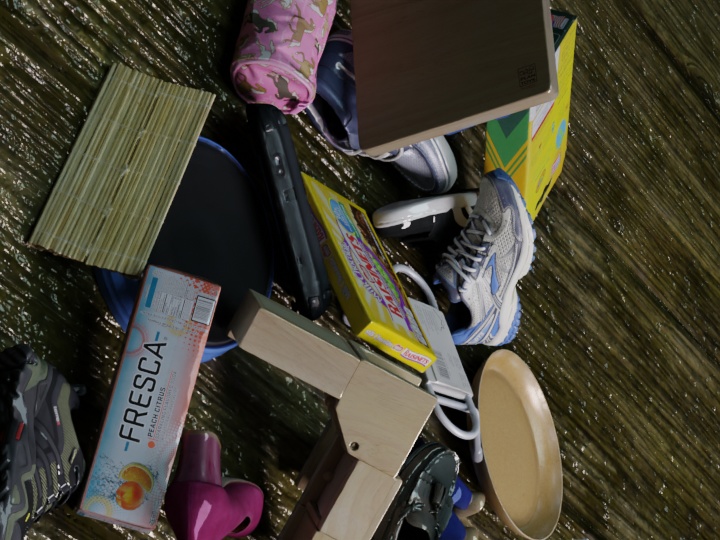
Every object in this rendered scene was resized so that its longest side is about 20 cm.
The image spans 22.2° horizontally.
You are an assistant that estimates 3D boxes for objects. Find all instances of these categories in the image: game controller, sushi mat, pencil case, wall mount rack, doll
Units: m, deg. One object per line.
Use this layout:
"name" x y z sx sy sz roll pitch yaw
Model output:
"game controller" -0.070 -0.053 1.654 0.042 0.104 0.202 -16 97 -13
"sushi mat" -0.194 -0.083 1.509 0.095 0.012 0.201 19 56 -1
"pencil case" -0.062 -0.241 1.714 0.083 0.086 0.202 79 23 -57
"wall mount rack" 0.067 0.099 1.775 0.173 0.074 0.201 22 39 -44
"doll" 0.047 0.205 1.771 0.200 0.048 0.138 42 49 -39

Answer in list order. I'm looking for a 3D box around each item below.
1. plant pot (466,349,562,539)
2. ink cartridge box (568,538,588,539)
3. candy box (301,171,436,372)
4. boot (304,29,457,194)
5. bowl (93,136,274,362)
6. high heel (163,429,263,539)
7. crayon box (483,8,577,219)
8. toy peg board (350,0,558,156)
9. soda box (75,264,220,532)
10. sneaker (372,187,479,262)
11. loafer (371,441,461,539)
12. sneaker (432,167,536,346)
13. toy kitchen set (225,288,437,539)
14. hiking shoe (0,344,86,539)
"plant pot" 0.157 0.183 1.915 0.200 0.027 0.202 37 46 -50
"ink cartridge box" 0.114 0.328 1.706 0.145 0.199 0.088 -36 106 -49
"candy box" 0.000 0.000 1.697 0.102 0.026 0.201 27 28 -44
"boot" 0.013 -0.132 1.801 0.200 0.072 0.091 50 50 -21
"bowl" -0.147 -0.021 1.580 0.200 0.039 0.203 17 68 -49
"high heel" -0.122 0.208 1.491 0.200 0.067 0.097 67 24 -61
"crayon box" 0.169 -0.147 1.854 0.127 0.050 0.201 -56 154 -43
"toy peg board" 0.102 -0.212 1.738 0.098 0.198 0.201 30 50 -54
"soda box" -0.168 0.101 1.453 0.063 0.068 0.202 17 77 -8
"sneaker" 0.092 -0.022 1.866 0.199 0.073 0.113 -13 95 -51
"loafer" 0.044 0.252 1.692 0.072 0.063 0.201 41 72 -31
"sneaker" 0.117 -0.005 1.810 0.084 0.077 0.202 -11 124 -21
"toy kitchen set" -0.067 0.142 1.599 0.179 0.163 0.201 28 94 -14
"hiking shoe" -0.246 0.160 1.376 0.100 0.075 0.202 32 57 -40
